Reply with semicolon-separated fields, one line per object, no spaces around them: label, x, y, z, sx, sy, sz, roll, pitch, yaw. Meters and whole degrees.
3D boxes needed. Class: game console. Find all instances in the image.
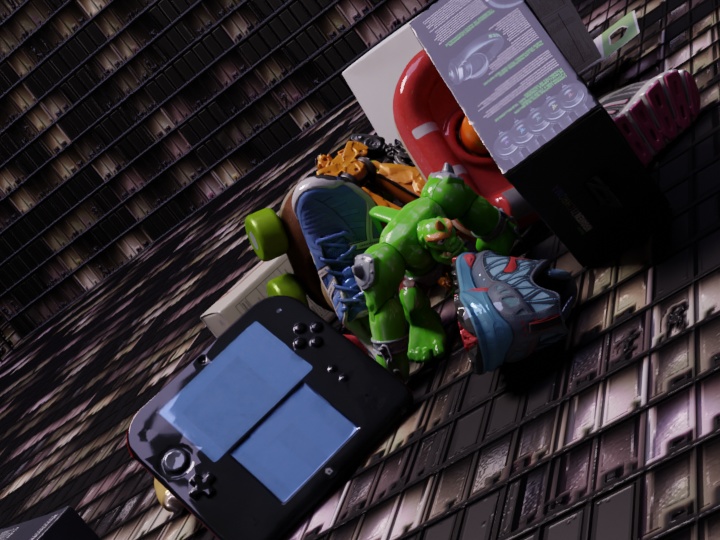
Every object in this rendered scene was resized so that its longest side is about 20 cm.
game console;-0.080;0.125;1.097;0.176;0.031;0.200;35;68;32

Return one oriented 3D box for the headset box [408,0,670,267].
headset box;0.150;-0.122;1.066;0.092;0.174;0.201;-35;52;12

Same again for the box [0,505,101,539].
box;-0.330;0.328;1.172;0.182;0.104;0.200;-26;18;50

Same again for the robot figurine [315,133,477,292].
robot figurine;0.035;-0.063;1.327;0.145;0.199;0.058;-45;-27;-33

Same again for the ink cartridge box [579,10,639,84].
ink cartridge box;0.262;-0.225;1.577;0.199;0.048;0.146;-33;13;19

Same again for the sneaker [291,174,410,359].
sneaker;0.000;0.000;1.198;0.075;0.201;0.077;-24;26;16

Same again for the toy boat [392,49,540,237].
toy boat;0.118;-0.140;1.256;0.130;0.201;0.131;-25;-18;-21

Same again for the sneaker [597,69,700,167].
sneaker;0.229;-0.117;1.223;0.199;0.074;0.087;-38;11;-20

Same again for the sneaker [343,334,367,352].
sneaker;-0.064;0.088;1.221;0.084;0.078;0.199;-4;7;36

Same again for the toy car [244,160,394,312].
toy car;-0.005;-0.009;1.378;0.163;0.159;0.200;-25;25;-15

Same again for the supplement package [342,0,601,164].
supplement package;0.127;-0.234;1.483;0.191;0.148;0.200;-28;6;45

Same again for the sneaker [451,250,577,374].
sneaker;0.126;0.029;1.037;0.095;0.080;0.200;-14;15;6

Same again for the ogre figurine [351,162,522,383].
ogre figurine;0.060;-0.004;1.159;0.199;0.120;0.098;-38;30;-8

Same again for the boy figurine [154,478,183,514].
boy figurine;-0.146;0.189;1.232;0.199;0.065;0.124;-26;14;50

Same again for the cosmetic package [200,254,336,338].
cosmetic package;-0.079;0.025;1.547;0.200;0.104;0.087;-42;11;-22
